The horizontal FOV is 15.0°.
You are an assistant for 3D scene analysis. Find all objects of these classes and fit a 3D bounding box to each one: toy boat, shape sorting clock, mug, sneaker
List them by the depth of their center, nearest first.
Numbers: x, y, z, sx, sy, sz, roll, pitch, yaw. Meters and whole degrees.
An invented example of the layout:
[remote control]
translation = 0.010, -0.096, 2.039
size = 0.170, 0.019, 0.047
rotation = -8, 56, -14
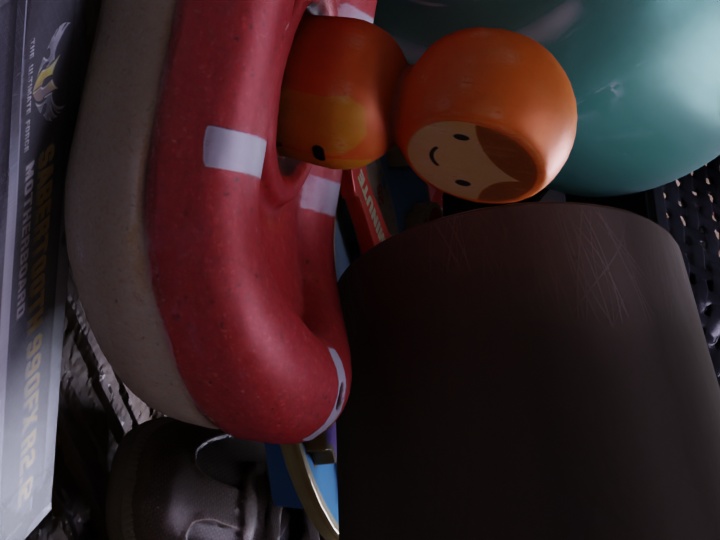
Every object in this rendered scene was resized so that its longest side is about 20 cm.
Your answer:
[toy boat]
translation = -0.003, -0.048, 0.783
size = 0.131, 0.131, 0.200
rotation = 18, 82, -77
[mug]
translation = 0.064, -0.128, 0.919
size = 0.114, 0.152, 0.185
rotation = 26, 56, -52
[shape sorting clock]
translation = 0.000, 0.000, 0.947
size = 0.200, 0.039, 0.200
rotation = -4, 90, -69
[sneaker]
translation = -0.011, 0.096, 1.004
size = 0.200, 0.075, 0.071
rotation = 29, 61, -53

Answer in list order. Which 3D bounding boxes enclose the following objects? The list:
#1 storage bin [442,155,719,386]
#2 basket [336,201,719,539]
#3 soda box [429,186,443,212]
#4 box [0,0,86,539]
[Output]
[storage bin]
translation = 0.104, -0.003, 1.020
size = 0.135, 0.094, 0.200
rotation = -51, -153, 39
[basket]
translation = 0.057, 0.092, 0.827
size = 0.180, 0.136, 0.200
rotation = 135, -46, -55
[soda box]
translation = 0.039, -0.073, 1.148
size = 0.063, 0.070, 0.200
rotation = -8, 114, -76
[box]
translation = -0.132, 0.015, 0.724
size = 0.158, 0.048, 0.200
rotation = -51, 153, -55
